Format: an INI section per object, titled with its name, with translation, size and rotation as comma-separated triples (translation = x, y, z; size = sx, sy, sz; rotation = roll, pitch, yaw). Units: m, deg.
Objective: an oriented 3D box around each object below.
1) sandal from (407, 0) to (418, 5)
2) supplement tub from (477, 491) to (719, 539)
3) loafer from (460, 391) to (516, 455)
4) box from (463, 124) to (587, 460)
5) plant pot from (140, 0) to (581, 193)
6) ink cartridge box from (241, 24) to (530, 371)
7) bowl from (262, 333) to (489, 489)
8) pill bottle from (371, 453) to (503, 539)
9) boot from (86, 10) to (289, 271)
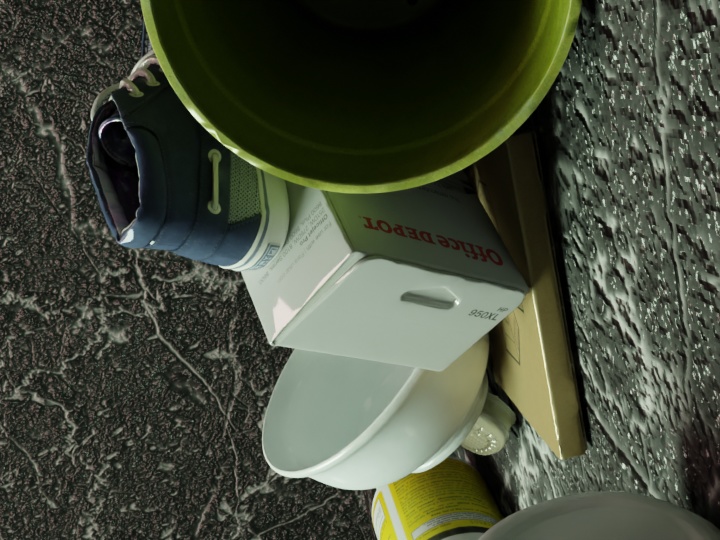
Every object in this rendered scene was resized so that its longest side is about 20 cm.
[sandal]
translation = 0.033, -0.199, 0.870
size = 0.200, 0.043, 0.076
rotation = 114, 143, -81
[supplement tub]
translation = 0.116, 0.213, 0.540
size = 0.123, 0.122, 0.200
rotation = -119, 18, -71
[loafer]
translation = 0.071, 0.096, 0.977
size = 0.076, 0.068, 0.200
rotation = 37, 171, -17
[box]
translation = 0.098, 0.000, 0.770
size = 0.163, 0.021, 0.200
rotation = -122, 20, -76
[plant pot]
translation = 0.002, -0.167, 0.625
size = 0.193, 0.200, 0.201
rotation = -86, -13, -66
[ink cartridge box]
translation = -0.009, -0.048, 0.709
size = 0.084, 0.145, 0.200
rotation = -47, 51, 29
[bowl]
translation = 0.026, 0.081, 0.856
size = 0.090, 0.201, 0.201
rotation = 39, -170, -21
[pill bottle]
translation = 0.073, 0.234, 1.068
size = 0.200, 0.112, 0.113
rotation = -114, 13, -66
[boot]
translation = -0.103, -0.094, 0.644
size = 0.073, 0.090, 0.200
rotation = -42, 54, 33
